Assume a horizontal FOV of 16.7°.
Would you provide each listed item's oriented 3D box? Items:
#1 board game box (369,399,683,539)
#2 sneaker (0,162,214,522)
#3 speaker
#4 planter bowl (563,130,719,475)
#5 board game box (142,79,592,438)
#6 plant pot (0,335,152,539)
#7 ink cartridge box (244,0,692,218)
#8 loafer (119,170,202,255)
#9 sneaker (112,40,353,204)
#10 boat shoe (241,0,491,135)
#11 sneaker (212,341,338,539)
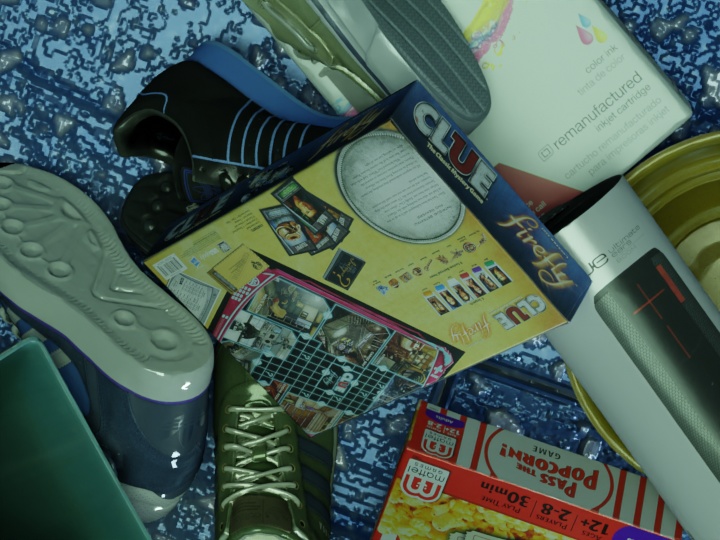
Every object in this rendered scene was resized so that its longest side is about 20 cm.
[{"bbox_3d":[0.072,0.179,1.327,0.151,0.046,0.200,18,125,1],"label":"board game box"},{"bbox_3d":[-0.160,0.051,1.344,0.200,0.081,0.147,41,136,28],"label":"sneaker"},{"bbox_3d":[0.155,0.052,1.240,0.081,0.081,0.200,-35,95,8],"label":"speaker"},{"bbox_3d":[0.206,0.019,1.314,0.200,0.083,0.201,0,98,3],"label":"planter bowl"},{"bbox_3d":[0.000,0.000,1.226,0.136,0.035,0.200,48,136,-15],"label":"board game box"},{"bbox_3d":[-0.238,0.144,1.300,0.200,0.141,0.141,-19,101,51],"label":"plant pot"},{"bbox_3d":[0.056,-0.116,1.302,0.146,0.083,0.200,-40,95,9],"label":"ink cartridge box"},{"bbox_3d":[-0.036,-0.002,1.334,0.200,0.070,0.068,17,72,16],"label":"loafer"},{"bbox_3d":[-0.043,-0.049,1.280,0.200,0.070,0.078,31,61,35],"label":"sneaker"},{"bbox_3d":[-0.017,-0.138,1.236,0.200,0.072,0.062,48,124,0],"label":"boat shoe"},{"bbox_3d":[-0.047,0.122,1.342,0.067,0.090,0.200,-3,98,5],"label":"sneaker"}]
